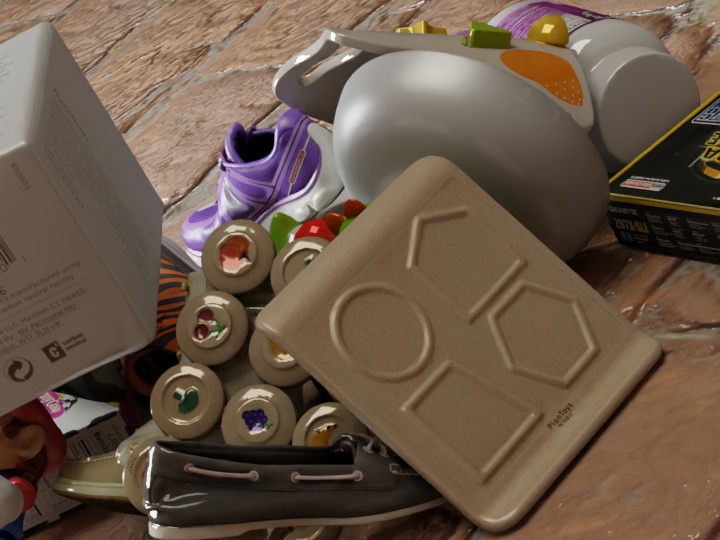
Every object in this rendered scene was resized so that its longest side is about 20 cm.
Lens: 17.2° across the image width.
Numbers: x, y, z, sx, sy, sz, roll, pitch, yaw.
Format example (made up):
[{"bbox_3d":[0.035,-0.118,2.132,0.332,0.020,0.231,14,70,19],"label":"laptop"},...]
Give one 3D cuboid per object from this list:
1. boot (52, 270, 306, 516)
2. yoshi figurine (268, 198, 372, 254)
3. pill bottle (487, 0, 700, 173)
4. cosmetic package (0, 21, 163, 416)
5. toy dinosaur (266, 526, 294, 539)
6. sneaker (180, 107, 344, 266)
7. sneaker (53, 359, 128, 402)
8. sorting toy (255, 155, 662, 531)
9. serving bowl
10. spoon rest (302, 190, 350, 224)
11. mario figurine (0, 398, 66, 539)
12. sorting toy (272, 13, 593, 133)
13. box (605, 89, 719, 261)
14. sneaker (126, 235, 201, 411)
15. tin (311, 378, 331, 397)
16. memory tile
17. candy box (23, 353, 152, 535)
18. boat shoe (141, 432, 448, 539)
[{"bbox_3d":[-0.114,0.081,1.573,0.199,0.072,0.156,-8,74,32],"label":"boot"},{"bbox_3d":[0.006,0.014,1.594,0.111,0.113,0.200,8,-19,-35],"label":"yoshi figurine"},{"bbox_3d":[0.167,-0.134,1.754,0.112,0.113,0.200,-33,23,-12],"label":"pill bottle"},{"bbox_3d":[-0.242,-0.029,1.586,0.167,0.167,0.200,-26,27,11],"label":"cosmetic package"},{"bbox_3d":[-0.065,0.208,1.398,0.101,0.058,0.200,-42,14,6],"label":"toy dinosaur"},{"bbox_3d":[-0.077,-0.068,1.755,0.200,0.083,0.081,-34,18,49],"label":"sneaker"},{"bbox_3d":[-0.220,0.065,1.674,0.079,0.076,0.200,-23,12,-19],"label":"sneaker"},{"bbox_3d":[0.060,0.043,1.457,0.185,0.200,0.037,-44,-11,-34],"label":"sorting toy"},{"bbox_3d":[0.065,-0.057,1.613,0.199,0.200,0.066,-6,44,43],"label":"serving bowl"},{"bbox_3d":[-0.009,-0.042,1.833,0.099,0.061,0.200,-11,29,36],"label":"spoon rest"},{"bbox_3d":[-0.266,0.155,1.585,0.123,0.106,0.201,-10,49,17],"label":"mario figurine"},{"bbox_3d":[0.039,-0.130,1.678,0.200,0.179,0.108,151,125,-60],"label":"sorting toy"},{"bbox_3d":[0.276,-0.069,1.575,0.159,0.050,0.200,-36,23,-22],"label":"box"},{"bbox_3d":[-0.153,0.036,1.706,0.199,0.078,0.112,20,32,21],"label":"sneaker"},{"bbox_3d":[0.036,0.046,1.624,0.112,0.042,0.200,-44,27,-24],"label":"tin"},{"bbox_3d":[-0.056,0.072,1.499,0.152,0.017,0.201,15,77,18],"label":"memory tile"},{"bbox_3d":[-0.245,0.134,1.735,0.199,0.061,0.137,-25,23,7],"label":"candy box"},{"bbox_3d":[-0.032,0.120,1.417,0.199,0.057,0.067,-6,9,-17],"label":"boat shoe"}]
